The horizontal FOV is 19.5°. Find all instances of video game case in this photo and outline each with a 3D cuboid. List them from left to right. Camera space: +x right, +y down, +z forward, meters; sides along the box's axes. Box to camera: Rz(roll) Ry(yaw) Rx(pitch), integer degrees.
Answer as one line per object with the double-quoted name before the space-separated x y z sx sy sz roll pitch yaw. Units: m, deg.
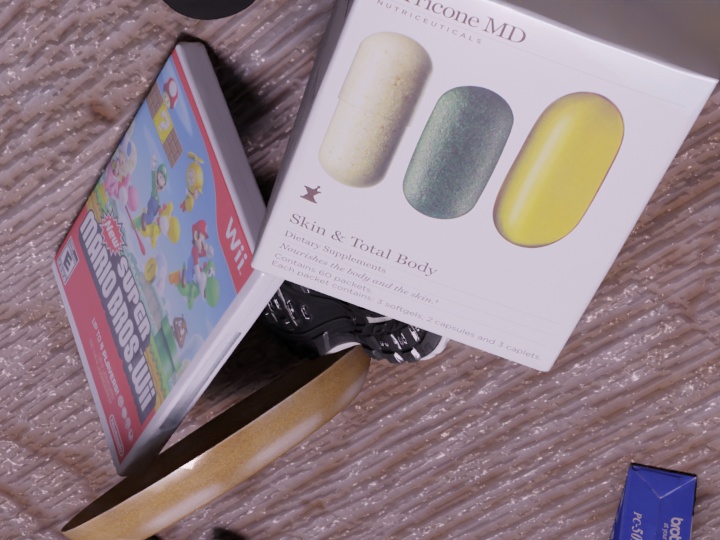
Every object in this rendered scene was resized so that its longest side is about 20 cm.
"video game case" -0.105 -0.002 1.096 0.017 0.143 0.200 -2 147 -33

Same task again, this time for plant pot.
"plant pot" -0.073 0.098 1.144 0.200 0.200 0.028 -30 93 38

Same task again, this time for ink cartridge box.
"ink cartridge box" 0.163 0.218 1.274 0.044 0.094 0.200 11 138 4

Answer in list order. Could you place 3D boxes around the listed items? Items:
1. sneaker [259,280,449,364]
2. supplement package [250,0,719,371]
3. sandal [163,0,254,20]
"sneaker" 0.000 0.000 1.083 0.200 0.079 0.074 8 128 53
"supplement package" 0.059 -0.090 0.937 0.151 0.151 0.200 19 138 -5
"sandal" -0.112 -0.185 0.964 0.075 0.045 0.200 -17 129 30
